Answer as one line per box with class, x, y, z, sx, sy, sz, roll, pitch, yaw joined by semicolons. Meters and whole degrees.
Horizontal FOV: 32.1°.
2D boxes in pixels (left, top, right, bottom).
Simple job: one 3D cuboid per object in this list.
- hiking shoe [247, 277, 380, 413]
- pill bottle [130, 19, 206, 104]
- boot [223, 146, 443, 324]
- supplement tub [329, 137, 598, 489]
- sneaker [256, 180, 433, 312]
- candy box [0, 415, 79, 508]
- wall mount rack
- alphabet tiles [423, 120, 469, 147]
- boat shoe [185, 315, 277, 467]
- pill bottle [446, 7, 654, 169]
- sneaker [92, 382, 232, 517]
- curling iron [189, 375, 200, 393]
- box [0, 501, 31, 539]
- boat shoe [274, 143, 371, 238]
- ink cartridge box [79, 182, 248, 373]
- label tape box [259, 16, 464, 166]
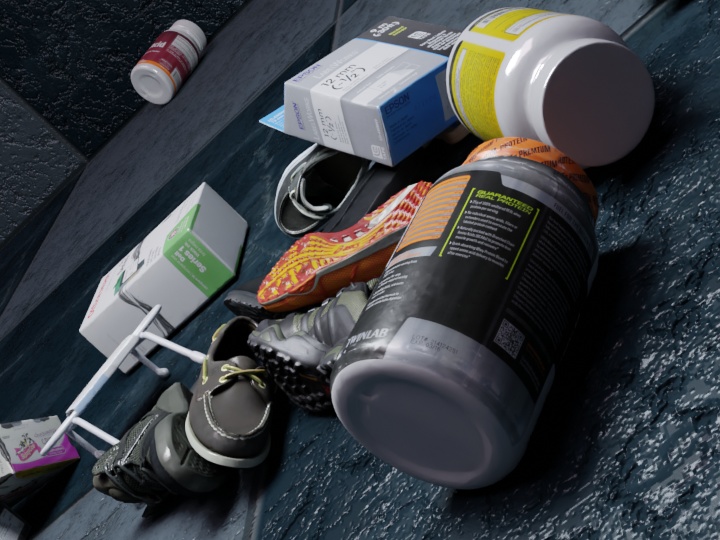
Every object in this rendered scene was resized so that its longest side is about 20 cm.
hiking shoe;-0.011;0.055;0.976;0.101;0.076;0.199;-45;26;-23
pill bottle;-0.453;-0.501;2.985;0.114;0.114;0.201;-25;28;47
boot;-0.027;-0.030;1.165;0.164;0.066;0.201;3;55;56
supplement tub;0.072;0.020;0.763;0.122;0.122;0.201;-24;29;49
sneaker;0.000;0.000;1.019;0.198;0.077;0.073;-20;35;30
candy box;-0.427;0.243;1.383;0.199;0.061;0.136;-36;-12;14
wall mount rack;-0.239;0.127;1.295;0.201;0.074;0.174;-55;10;-21
alphabet tiles;0.097;-0.172;1.251;0.195;0.015;0.200;-41;19;-3
boat shoe;-0.105;0.098;1.049;0.201;0.071;0.061;-108;31;-71
pill bottle;0.141;-0.137;0.943;0.112;0.112;0.200;-46;18;2
sneaker;-0.171;0.171;1.068;0.114;0.076;0.199;-49;15;-1
curling iron;-0.173;0.138;1.209;0.049;0.026;0.201;-17;35;51
box;-0.439;0.357;1.310;0.157;0.051;0.201;-38;19;26
boat shoe;-0.043;-0.088;1.261;0.200;0.072;0.071;-51;5;47
ink cartridge box;-0.238;0.009;1.523;0.200;0.084;0.147;-40;19;18
label tape box;0.007;-0.178;1.175;0.143;0.067;0.199;-37;39;-27
